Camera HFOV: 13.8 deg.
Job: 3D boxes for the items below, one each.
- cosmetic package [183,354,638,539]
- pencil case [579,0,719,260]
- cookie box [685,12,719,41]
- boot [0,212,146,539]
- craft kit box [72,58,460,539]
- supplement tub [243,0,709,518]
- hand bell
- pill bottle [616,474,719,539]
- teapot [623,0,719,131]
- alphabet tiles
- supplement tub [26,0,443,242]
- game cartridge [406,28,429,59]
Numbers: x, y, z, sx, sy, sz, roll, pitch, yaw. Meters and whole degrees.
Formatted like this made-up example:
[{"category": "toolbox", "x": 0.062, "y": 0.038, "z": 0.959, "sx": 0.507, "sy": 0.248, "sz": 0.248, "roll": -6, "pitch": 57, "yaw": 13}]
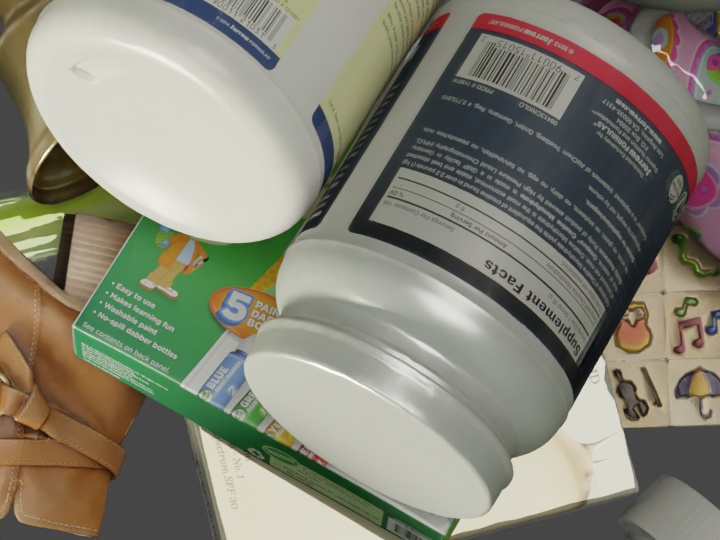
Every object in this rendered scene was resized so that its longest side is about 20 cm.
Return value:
[{"category": "cosmetic package", "x": 0.022, "y": 0.084, "z": 1.417, "sx": 0.199, "sy": 0.073, "sz": 0.104, "roll": -15, "pitch": 84, "yaw": -7}, {"category": "pencil case", "x": 0.179, "y": -0.056, "z": 1.424, "sx": 0.200, "sy": 0.087, "sz": 0.088, "roll": 40, "pitch": 81, "yaw": -9}, {"category": "cookie box", "x": 0.254, "y": -0.200, "z": 1.473, "sx": 0.170, "sy": 0.075, "sz": 0.202, "roll": 4, "pitch": 83, "yaw": -5}, {"category": "boot", "x": -0.197, "y": 0.039, "z": 1.400, "sx": 0.198, "sy": 0.074, "sz": 0.156, "roll": 11, "pitch": 86, "yaw": -2}, {"category": "craft kit box", "x": 0.000, "y": 0.000, "z": 1.378, "sx": 0.199, "sy": 0.049, "sz": 0.198, "roll": 28, "pitch": 67, "yaw": 8}, {"category": "supplement tub", "x": 0.051, "y": -0.009, "z": 1.286, "sx": 0.140, "sy": 0.140, "sz": 0.201, "roll": 32, "pitch": 70, "yaw": -1}, {"category": "hand bell", "x": -0.174, "y": -0.141, "z": 1.427, "sx": 0.104, "sy": 0.104, "sz": 0.200, "roll": -36, "pitch": 76, "yaw": -9}, {"category": "pill bottle", "x": 0.106, "y": 0.199, "z": 1.393, "sx": 0.110, "sy": 0.110, "sz": 0.200, "roll": 45, "pitch": 81, "yaw": 1}, {"category": "teapot", "x": 0.124, "y": -0.190, "z": 1.316, "sx": 0.197, "sy": 0.146, "sz": 0.201, "roll": 24, "pitch": 53, "yaw": -35}, {"category": "alphabet tiles", "x": 0.216, "y": 0.026, "z": 1.477, "sx": 0.198, "sy": 0.008, "sz": 0.169, "roll": -1, "pitch": 84, "yaw": -6}, {"category": "supplement tub", "x": -0.042, "y": -0.129, "z": 1.319, "sx": 0.145, "sy": 0.145, "sz": 0.201, "roll": 33, "pitch": 60, "yaw": -1}, {"category": "game cartridge", "x": 0.028, "y": -0.042, "z": 1.451, "sx": 0.199, "sy": 0.040, "sz": 0.134, "roll": -26, "pitch": 83, "yaw": -8}]
